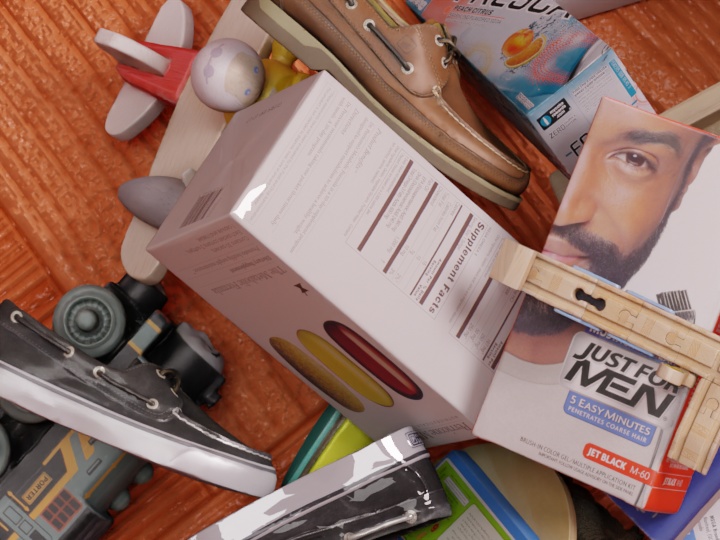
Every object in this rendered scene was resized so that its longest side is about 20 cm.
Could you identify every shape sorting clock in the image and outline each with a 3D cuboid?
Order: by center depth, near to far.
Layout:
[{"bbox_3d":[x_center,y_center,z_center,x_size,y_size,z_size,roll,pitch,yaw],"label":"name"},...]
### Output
[{"bbox_3d":[0.044,0.186,1.353,0.200,0.039,0.200,-31,34,23],"label":"shape sorting clock"}]

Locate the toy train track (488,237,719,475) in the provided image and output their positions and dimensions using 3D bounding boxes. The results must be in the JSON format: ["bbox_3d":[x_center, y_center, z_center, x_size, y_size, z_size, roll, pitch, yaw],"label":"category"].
[{"bbox_3d":[0.153,0.032,1.247,0.200,0.033,0.115,26,95,25],"label":"toy train track"}]

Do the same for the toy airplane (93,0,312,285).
[{"bbox_3d":[-0.080,-0.113,1.474,0.199,0.141,0.200,-21,74,6],"label":"toy airplane"}]

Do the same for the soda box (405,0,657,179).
[{"bbox_3d":[0.100,-0.126,1.424,0.064,0.068,0.200,-40,33,0],"label":"soda box"}]

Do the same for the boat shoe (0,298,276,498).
[{"bbox_3d":[-0.137,0.077,1.410,0.200,0.069,0.057,23,84,1],"label":"boat shoe"}]

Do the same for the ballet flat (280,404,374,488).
[{"bbox_3d":[-0.034,0.151,1.451,0.067,0.067,0.200,39,89,-4],"label":"ballet flat"}]

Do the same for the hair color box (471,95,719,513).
[{"bbox_3d":[0.152,0.019,1.301,0.111,0.064,0.201,22,92,27],"label":"hair color box"}]

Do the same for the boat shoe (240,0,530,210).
[{"bbox_3d":[0.027,-0.116,1.377,0.200,0.072,0.068,38,96,0],"label":"boat shoe"}]

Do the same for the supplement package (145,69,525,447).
[{"bbox_3d":[0.000,0.000,1.368,0.200,0.114,0.110,40,63,-17],"label":"supplement package"}]

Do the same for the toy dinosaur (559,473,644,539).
[{"bbox_3d":[0.126,0.157,1.376,0.077,0.200,0.102,-42,115,9],"label":"toy dinosaur"}]

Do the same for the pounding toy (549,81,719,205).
[{"bbox_3d":[0.253,-0.011,1.400,0.200,0.142,0.185,-28,72,20],"label":"pounding toy"}]

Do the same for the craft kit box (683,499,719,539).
[{"bbox_3d":[0.292,0.197,1.381,0.197,0.049,0.201,-15,75,10],"label":"craft kit box"}]

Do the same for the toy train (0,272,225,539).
[{"bbox_3d":[-0.175,0.096,1.480,0.114,0.085,0.200,42,86,5],"label":"toy train"}]

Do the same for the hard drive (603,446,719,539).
[{"bbox_3d":[0.190,0.038,1.330,0.132,0.025,0.200,45,103,24],"label":"hard drive"}]

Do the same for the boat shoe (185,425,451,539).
[{"bbox_3d":[-0.040,0.164,1.375,0.199,0.074,0.068,-28,80,8],"label":"boat shoe"}]

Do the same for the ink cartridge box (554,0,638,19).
[{"bbox_3d":[0.156,-0.271,1.495,0.144,0.084,0.201,-16,73,6],"label":"ink cartridge box"}]
